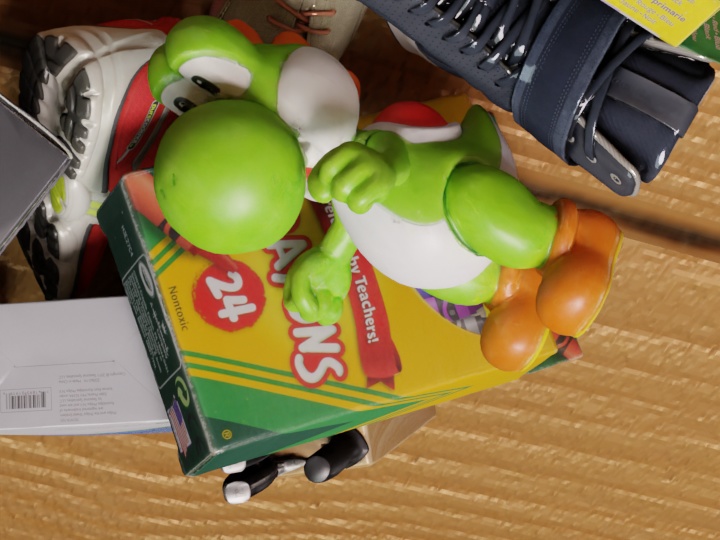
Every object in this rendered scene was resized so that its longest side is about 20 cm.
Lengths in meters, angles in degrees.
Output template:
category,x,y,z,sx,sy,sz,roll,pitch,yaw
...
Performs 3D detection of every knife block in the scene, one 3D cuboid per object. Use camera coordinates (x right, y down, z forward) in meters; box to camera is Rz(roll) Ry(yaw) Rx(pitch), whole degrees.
category,x,y,z,sx,sy,sz,roll,pitch,yaw
knife block,-0.021,0.072,1.170,0.064,0.176,0.200,-7,139,14

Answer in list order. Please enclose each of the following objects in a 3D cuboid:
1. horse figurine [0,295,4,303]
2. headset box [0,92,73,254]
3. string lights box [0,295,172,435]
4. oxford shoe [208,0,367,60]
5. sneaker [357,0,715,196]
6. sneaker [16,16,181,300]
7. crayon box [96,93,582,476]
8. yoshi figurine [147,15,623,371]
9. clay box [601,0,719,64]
category,x,y,z,sx,sy,sz,roll,pitch,yaw
horse figurine,-0.224,0.036,1.200,0.132,0.050,0.200,-24,171,11
headset box,-0.203,-0.009,0.953,0.093,0.174,0.200,39,176,-10
string lights box,-0.122,0.049,1.157,0.102,0.059,0.200,-3,176,4
oxford shoe,-0.015,-0.127,1.014,0.070,0.074,0.200,13,139,-11
sneaker,0.063,-0.102,0.948,0.146,0.077,0.202,35,-178,23
sneaker,-0.114,-0.047,1.121,0.085,0.077,0.200,-18,159,-25
crayon box,0.000,0.000,1.060,0.199,0.127,0.051,-16,169,-23
yoshi figurine,-0.003,-0.021,0.965,0.199,0.112,0.113,30,105,-10
clay box,0.078,-0.168,0.927,0.199,0.115,0.048,27,130,-26
